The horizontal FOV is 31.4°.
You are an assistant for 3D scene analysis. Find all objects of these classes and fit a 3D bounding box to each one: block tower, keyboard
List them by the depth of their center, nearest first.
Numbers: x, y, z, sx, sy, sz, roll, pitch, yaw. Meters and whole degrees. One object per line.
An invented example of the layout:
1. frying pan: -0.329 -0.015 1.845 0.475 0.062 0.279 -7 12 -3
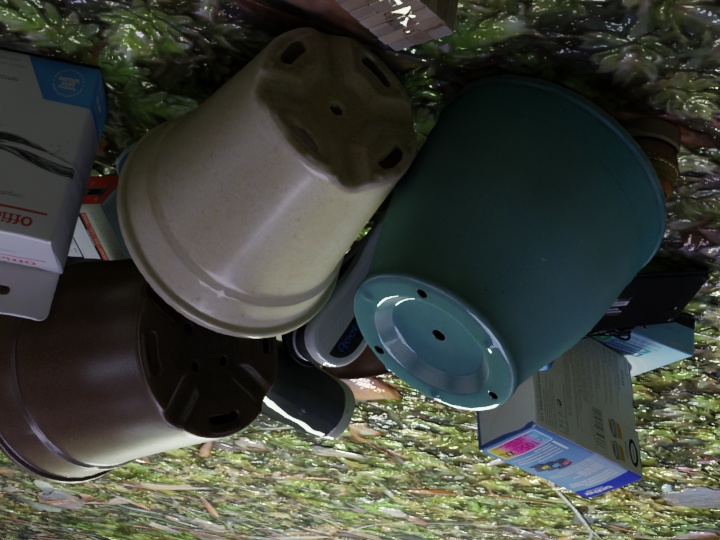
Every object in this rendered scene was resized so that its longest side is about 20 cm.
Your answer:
1. block tower: -0.011 -0.209 0.789 0.054 0.058 0.199 -11 150 41
2. keyboard: 0.220 0.026 1.187 0.199 0.040 0.104 -2 141 -28

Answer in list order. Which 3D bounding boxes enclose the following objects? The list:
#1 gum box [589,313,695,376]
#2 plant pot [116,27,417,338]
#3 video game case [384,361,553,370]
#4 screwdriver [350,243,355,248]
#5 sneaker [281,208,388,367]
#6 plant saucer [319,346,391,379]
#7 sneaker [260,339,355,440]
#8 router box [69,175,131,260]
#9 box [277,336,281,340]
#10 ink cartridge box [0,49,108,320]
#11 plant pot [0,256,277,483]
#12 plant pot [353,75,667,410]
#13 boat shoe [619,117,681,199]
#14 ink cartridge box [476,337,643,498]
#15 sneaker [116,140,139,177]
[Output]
1. gum box: 0.219 0.070 1.341 0.169 0.045 0.200 20 155 -22
2. plant pot: -0.059 -0.078 0.968 0.199 0.202 0.183 21 144 -23
3. video game case: 0.116 0.018 1.094 0.142 0.200 0.018 -2 123 26
4. screwdriver: 0.053 -0.011 1.248 0.199 0.028 0.029 19 125 -18
5. sneaker: 0.000 0.000 1.133 0.073 0.200 0.112 51 157 -18
6. plant saucer: 0.050 0.049 1.230 0.199 0.037 0.201 -18 159 -7
7. sneaker: -0.100 0.089 1.184 0.106 0.075 0.199 32 169 -40
8. router box: -0.263 0.003 1.253 0.178 0.049 0.201 2 128 33
9. box: -0.147 0.047 1.435 0.199 0.050 0.160 16 154 -14
10. ink cartridge box: -0.284 -0.072 1.027 0.115 0.201 0.068 10 157 -2
11. plant pot: -0.188 0.074 1.073 0.197 0.202 0.200 -10 150 41
12. plant pot: 0.097 -0.007 0.949 0.199 0.188 0.201 27 147 19
13. boat shoe: 0.179 -0.056 1.040 0.071 0.069 0.200 18 156 -19
14. ink cartridge box: 0.203 0.134 1.252 0.199 0.137 0.076 27 139 -34
15. sneaker: -0.128 -0.055 1.095 0.199 0.077 0.076 26 118 14
